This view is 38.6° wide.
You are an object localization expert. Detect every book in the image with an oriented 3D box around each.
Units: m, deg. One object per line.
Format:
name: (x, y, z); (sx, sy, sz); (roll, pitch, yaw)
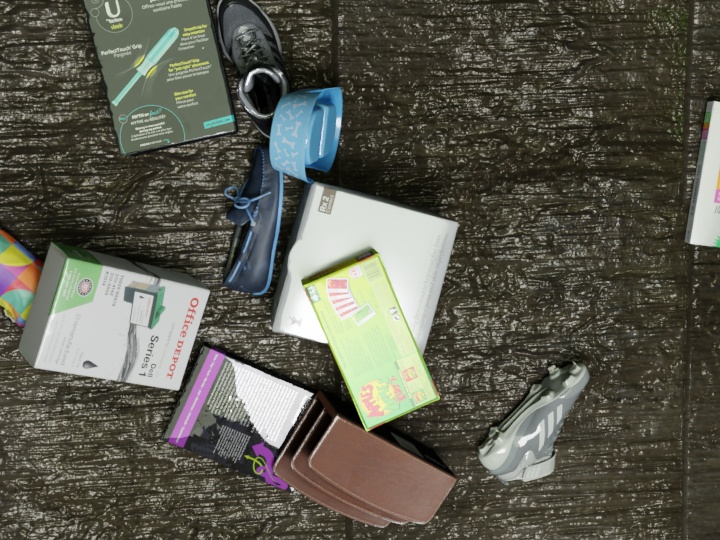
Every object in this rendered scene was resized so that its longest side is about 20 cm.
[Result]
book: (0.538, -0.130, 1.445); (0.134, 0.048, 0.200); (6, 98, -3)

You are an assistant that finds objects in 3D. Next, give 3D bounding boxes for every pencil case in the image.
pencil case: (-0.476, -0.009, 1.325); (0.200, 0.088, 0.088); (44, 90, -8)

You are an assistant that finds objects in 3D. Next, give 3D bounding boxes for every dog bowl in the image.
dog bowl: (-0.068, -0.176, 1.297); (0.050, 0.200, 0.112); (10, 106, 8)

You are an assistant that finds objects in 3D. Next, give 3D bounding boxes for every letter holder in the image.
letter holder: (0.000, 0.277, 1.382); (0.200, 0.101, 0.142); (31, 93, -20)

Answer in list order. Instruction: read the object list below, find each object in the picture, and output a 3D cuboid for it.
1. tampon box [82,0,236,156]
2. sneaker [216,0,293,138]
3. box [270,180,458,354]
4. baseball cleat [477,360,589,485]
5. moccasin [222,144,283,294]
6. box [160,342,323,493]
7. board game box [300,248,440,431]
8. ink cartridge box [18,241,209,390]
tampon box: (-0.247, -0.257, 1.298); (0.150, 0.126, 0.200); (-13, 97, -5)
sneaker: (-0.132, -0.267, 1.310); (0.075, 0.114, 0.200); (-21, 93, 1)
box: (0.000, 0.000, 1.353); (0.200, 0.131, 0.199); (15, 95, -8)
baseball cleat: (0.259, 0.219, 1.447); (0.200, 0.070, 0.106); (-42, 106, 9)
moccasin: (-0.144, -0.066, 1.353); (0.068, 0.080, 0.200); (4, 95, -19)
box: (-0.152, 0.203, 1.409); (0.200, 0.036, 0.143); (25, 94, -7)
board game box: (0.012, 0.086, 1.276); (0.102, 0.048, 0.200); (-23, 100, -2)
ink cartridge box: (-0.310, 0.061, 1.309); (0.200, 0.084, 0.146); (14, 97, -35)
